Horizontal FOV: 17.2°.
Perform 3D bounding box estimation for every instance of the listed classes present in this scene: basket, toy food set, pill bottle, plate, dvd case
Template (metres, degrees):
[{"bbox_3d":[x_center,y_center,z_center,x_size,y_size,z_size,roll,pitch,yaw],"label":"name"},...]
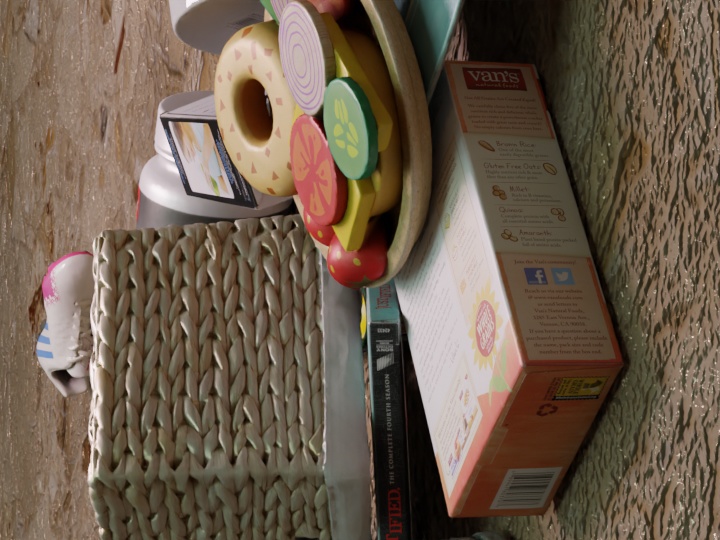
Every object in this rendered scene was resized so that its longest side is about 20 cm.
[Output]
[{"bbox_3d":[-0.072,0.099,1.404,0.199,0.160,0.200,88,177,-51],"label":"basket"},{"bbox_3d":[-0.020,-0.088,1.280,0.198,0.048,0.200,104,146,-48],"label":"toy food set"},{"bbox_3d":[-0.109,-0.023,1.743,0.114,0.113,0.201,-125,38,-63],"label":"pill bottle"},{"bbox_3d":[0.040,-0.166,1.279,0.200,0.025,0.201,-166,90,-85],"label":"plate"},{"bbox_3d":[0.017,0.101,1.375,0.146,0.022,0.201,-93,-1,-72],"label":"dvd case"}]

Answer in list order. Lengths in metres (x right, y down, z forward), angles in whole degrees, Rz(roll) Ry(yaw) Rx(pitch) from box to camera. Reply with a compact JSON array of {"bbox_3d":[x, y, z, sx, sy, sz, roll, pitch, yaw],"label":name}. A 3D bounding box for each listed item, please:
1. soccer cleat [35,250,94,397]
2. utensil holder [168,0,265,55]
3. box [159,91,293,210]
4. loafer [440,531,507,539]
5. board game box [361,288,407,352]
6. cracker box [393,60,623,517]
[{"bbox_3d":[-0.296,0.058,2.502,0.087,0.070,0.200,62,155,26],"label":"soccer cleat"},{"bbox_3d":[-0.042,-0.245,1.424,0.170,0.169,0.201,139,126,-69],"label":"utensil holder"},{"bbox_3d":[-0.048,-0.090,1.516,0.060,0.116,0.200,71,165,-10],"label":"box"},{"bbox_3d":[0.068,0.206,1.225,0.200,0.063,0.072,-118,33,-59],"label":"loafer"},{"bbox_3d":[0.000,0.000,1.534,0.200,0.023,0.105,156,110,-72],"label":"board game box"},{"bbox_3d":[0.069,0.008,1.230,0.134,0.057,0.200,111,153,-49],"label":"cracker box"}]
